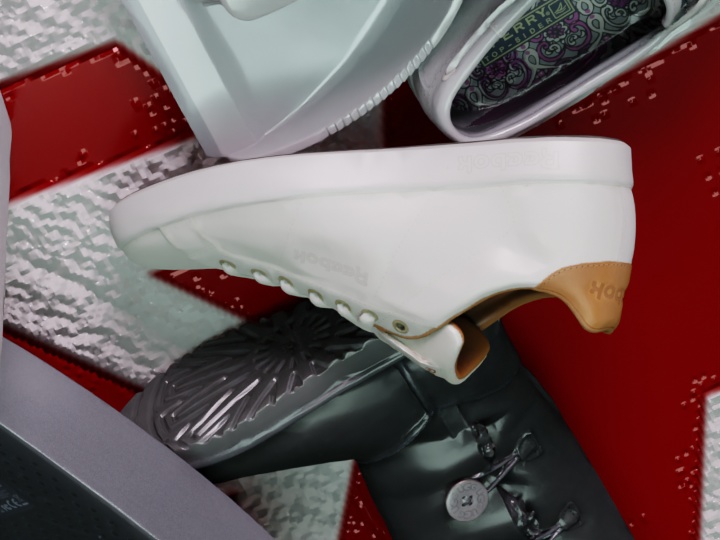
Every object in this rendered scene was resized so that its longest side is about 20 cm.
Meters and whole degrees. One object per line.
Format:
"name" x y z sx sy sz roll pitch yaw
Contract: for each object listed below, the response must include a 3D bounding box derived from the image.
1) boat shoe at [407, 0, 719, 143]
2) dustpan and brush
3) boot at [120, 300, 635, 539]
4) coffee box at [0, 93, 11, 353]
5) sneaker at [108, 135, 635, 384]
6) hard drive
"boat shoe" 0.104 -0.113 0.831 0.200 0.069 0.072 -29 119 8
"dustpan and brush" 0.011 -0.130 0.816 0.200 0.057 0.140 -29 116 -3
"boot" 0.016 0.103 0.939 0.165 0.066 0.200 -26 121 8
"coffee box" -0.235 -0.064 0.743 0.199 0.200 0.198 -15 118 0
"sneaker" 0.000 0.000 0.839 0.199 0.073 0.085 -3 87 21
"hard drive" -0.107 0.100 0.894 0.200 0.042 0.135 41 146 -21
